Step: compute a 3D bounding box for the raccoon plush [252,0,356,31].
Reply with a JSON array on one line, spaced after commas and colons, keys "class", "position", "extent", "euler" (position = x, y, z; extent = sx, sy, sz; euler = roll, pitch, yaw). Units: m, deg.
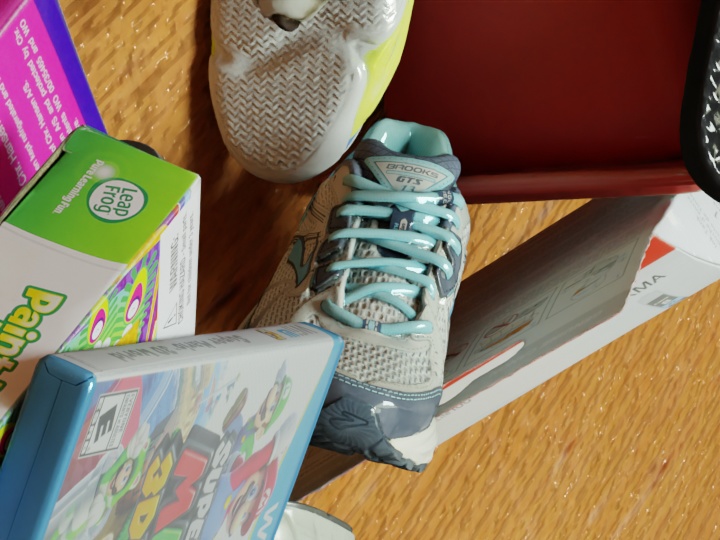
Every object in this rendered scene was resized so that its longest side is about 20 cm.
[{"class": "raccoon plush", "position": [-0.023, -0.181, 0.911], "extent": [0.097, 0.133, 0.201], "euler": [-20, 117, -56]}]

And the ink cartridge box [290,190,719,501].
[{"class": "ink cartridge box", "position": [0.065, 0.031, 1.069], "extent": [0.047, 0.160, 0.200], "euler": [54, 24, -9]}]

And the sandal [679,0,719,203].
[{"class": "sandal", "position": [0.144, -0.118, 1.000], "extent": [0.075, 0.045, 0.201], "euler": [19, 78, -24]}]

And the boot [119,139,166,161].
[{"class": "boot", "position": [-0.073, 0.071, 0.977], "extent": [0.165, 0.065, 0.200], "euler": [-63, 144, -15]}]

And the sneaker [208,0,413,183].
[{"class": "sneaker", "position": [0.005, -0.128, 1.041], "extent": [0.105, 0.075, 0.201], "euler": [4, 101, -67]}]

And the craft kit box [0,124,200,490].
[{"class": "craft kit box", "position": [-0.110, 0.096, 0.756], "extent": [0.198, 0.048, 0.201], "euler": [-51, 157, -39]}]

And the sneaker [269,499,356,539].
[{"class": "sneaker", "position": [-0.025, 0.129, 0.971], "extent": [0.200, 0.077, 0.086], "euler": [33, 75, -57]}]

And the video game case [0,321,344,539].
[{"class": "video game case", "position": [-0.065, 0.087, 0.782], "extent": [0.144, 0.018, 0.200], "euler": [-70, 164, 7]}]

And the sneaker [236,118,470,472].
[{"class": "sneaker", "position": [0.000, 0.000, 0.966], "extent": [0.200, 0.077, 0.087], "euler": [-87, -165, -70]}]

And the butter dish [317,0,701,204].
[{"class": "butter dish", "position": [0.093, -0.117, 1.093], "extent": [0.200, 0.199, 0.149], "euler": [-33, 115, -49]}]

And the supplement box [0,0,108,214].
[{"class": "supplement box", "position": [-0.161, 0.011, 0.770], "extent": [0.200, 0.101, 0.104], "euler": [-56, 145, -34]}]
